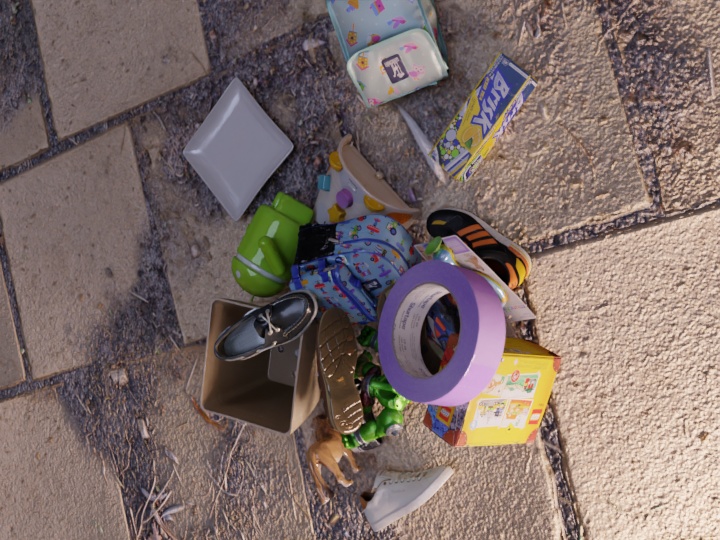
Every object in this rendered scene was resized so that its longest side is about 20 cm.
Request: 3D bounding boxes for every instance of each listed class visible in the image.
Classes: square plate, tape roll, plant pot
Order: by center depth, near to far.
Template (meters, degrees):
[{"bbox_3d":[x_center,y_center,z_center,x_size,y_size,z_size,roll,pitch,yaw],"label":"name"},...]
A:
[{"bbox_3d":[0.114,0.092,1.030,0.197,0.065,0.206,-19,64,44],"label":"tape roll"},{"bbox_3d":[-0.154,0.162,1.296,0.195,0.176,0.206,10,95,26],"label":"plant pot"},{"bbox_3d":[-0.242,-0.239,1.403,0.200,0.028,0.199,-47,73,20],"label":"square plate"}]

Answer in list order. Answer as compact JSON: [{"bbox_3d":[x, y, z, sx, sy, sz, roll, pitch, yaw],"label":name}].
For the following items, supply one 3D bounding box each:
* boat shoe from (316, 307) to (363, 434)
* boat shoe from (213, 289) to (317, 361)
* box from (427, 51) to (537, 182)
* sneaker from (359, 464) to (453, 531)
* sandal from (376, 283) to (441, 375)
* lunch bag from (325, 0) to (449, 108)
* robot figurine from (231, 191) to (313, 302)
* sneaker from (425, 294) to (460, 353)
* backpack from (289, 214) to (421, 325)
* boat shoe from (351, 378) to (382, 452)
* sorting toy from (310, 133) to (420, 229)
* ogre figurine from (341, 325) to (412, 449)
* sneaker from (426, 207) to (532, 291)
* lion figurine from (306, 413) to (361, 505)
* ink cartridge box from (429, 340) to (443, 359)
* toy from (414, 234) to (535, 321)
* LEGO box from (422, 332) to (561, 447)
[{"bbox_3d":[-0.045,0.166,1.172,0.067,0.070,0.206,-16,79,61],"label":"boat shoe"},{"bbox_3d":[-0.158,0.097,1.165,0.198,0.060,0.077,-36,76,22],"label":"boat shoe"},{"bbox_3d":[0.202,-0.250,1.166,0.070,0.064,0.202,41,109,18],"label":"box"},{"bbox_3d":[0.073,0.384,1.253,0.199,0.072,0.086,-39,79,23],"label":"sneaker"},{"bbox_3d":[0.081,0.123,1.153,0.079,0.054,0.204,-28,91,-21],"label":"sandal"},{"bbox_3d":[0.052,-0.398,1.203,0.166,0.122,0.205,-16,94,23],"label":"lunch bag"},{"bbox_3d":[-0.165,-0.041,1.315,0.114,0.175,0.204,28,92,-24],"label":"robot figurine"},{"bbox_3d":[0.141,0.097,1.174,0.078,0.074,0.204,-40,65,40],"label":"sneaker"},{"bbox_3d":[0.000,0.000,1.203,0.195,0.184,0.137,-12,46,26],"label":"backpack"},{"bbox_3d":[-0.011,0.229,1.288,0.066,0.071,0.205,-19,87,27],"label":"boat shoe"},{"bbox_3d":[-0.022,-0.106,1.279,0.201,0.106,0.181,48,130,16],"label":"sorting toy"},{"bbox_3d":[0.031,0.203,1.201,0.118,0.099,0.203,1,55,39],"label":"ogre figurine"},{"bbox_3d":[0.183,-0.035,1.161,0.197,0.090,0.071,32,128,19],"label":"sneaker"},{"bbox_3d":[-0.059,0.325,1.255,0.071,0.200,0.125,-30,86,3],"label":"lion figurine"},{"bbox_3d":[0.127,0.112,1.240,0.159,0.050,0.205,-22,71,26],"label":"ink cartridge box"},{"bbox_3d":[0.173,0.030,1.120,0.200,0.048,0.114,46,154,-18],"label":"toy"},{"bbox_3d":[0.209,0.187,1.103,0.077,0.196,0.153,28,105,49],"label":"LEGO box"}]
